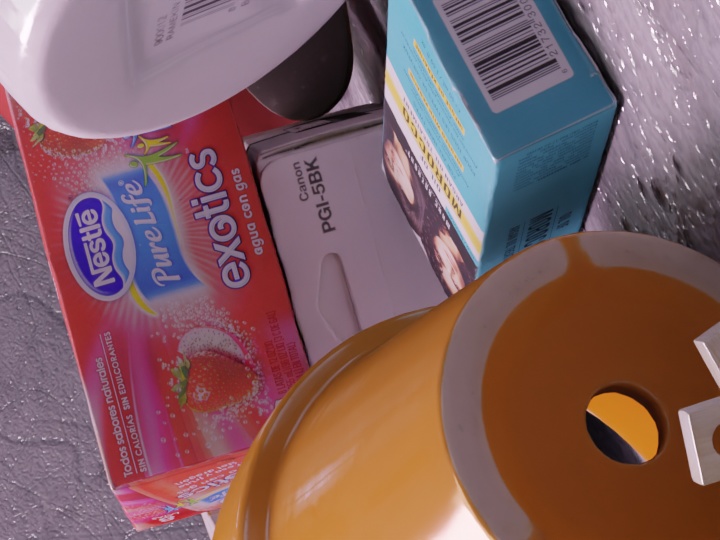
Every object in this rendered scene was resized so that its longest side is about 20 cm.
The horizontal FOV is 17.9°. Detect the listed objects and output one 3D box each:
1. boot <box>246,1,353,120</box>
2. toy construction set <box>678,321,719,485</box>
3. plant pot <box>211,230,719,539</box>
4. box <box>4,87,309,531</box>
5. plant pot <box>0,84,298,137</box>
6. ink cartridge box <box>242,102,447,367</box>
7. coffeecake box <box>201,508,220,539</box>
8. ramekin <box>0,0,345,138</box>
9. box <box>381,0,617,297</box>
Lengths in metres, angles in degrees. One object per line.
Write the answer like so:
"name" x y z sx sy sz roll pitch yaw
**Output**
"boot" -0.047 -0.157 1.145 0.201 0.073 0.075 66 -168 22
"toy construction set" 0.133 0.083 0.563 0.131 0.092 0.200 41 -174 -15
"plant pot" 0.063 0.082 0.752 0.201 0.199 0.183 62 156 18
"box" -0.085 0.000 1.004 0.103 0.094 0.201 89 165 -74
"plant pot" -0.119 -0.125 1.289 0.178 0.200 0.200 54 173 -6
"ink cartridge box" 0.000 0.000 1.090 0.200 0.082 0.148 -141 36 -81
"coffeecake box" 0.004 0.118 1.132 0.200 0.153 0.074 -163 51 -81
"ramekin" -0.079 -0.144 0.895 0.098 0.200 0.201 53 168 20
"box" 0.047 -0.050 0.866 0.083 0.049 0.200 62 172 16
